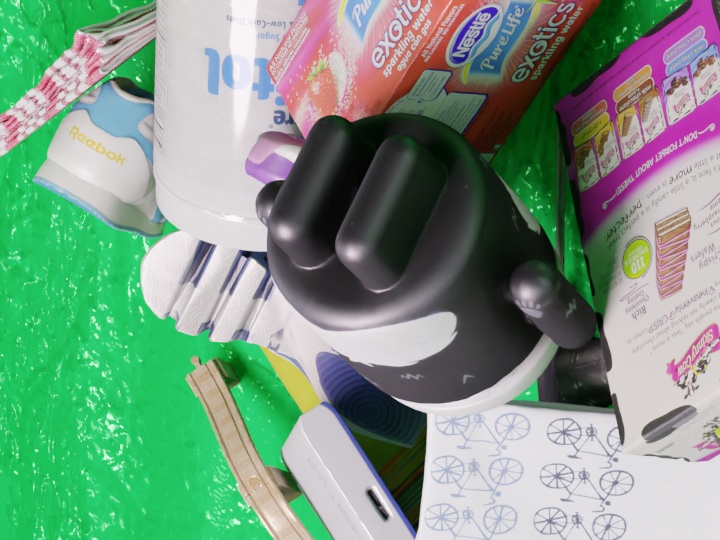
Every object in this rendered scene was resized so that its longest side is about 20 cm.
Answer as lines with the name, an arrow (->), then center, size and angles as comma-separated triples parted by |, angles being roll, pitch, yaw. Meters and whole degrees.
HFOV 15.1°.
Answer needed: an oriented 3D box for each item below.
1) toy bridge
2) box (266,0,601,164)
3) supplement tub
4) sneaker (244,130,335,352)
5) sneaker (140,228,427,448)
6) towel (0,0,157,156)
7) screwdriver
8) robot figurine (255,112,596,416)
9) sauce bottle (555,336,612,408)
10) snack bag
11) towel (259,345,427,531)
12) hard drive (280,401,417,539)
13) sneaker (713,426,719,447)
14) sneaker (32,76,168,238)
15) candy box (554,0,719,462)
toy bridge -> -0.057, 0.139, 1.728 | 0.027, 0.067, 0.200 | -34, 76, 7
box -> 0.048, -0.143, 1.419 | 0.200, 0.100, 0.095 | -57, 49, 35
supplement tub -> -0.052, -0.127, 1.551 | 0.132, 0.132, 0.200 | 27, 128, 36
sneaker -> 0.000, 0.000, 1.512 | 0.200, 0.088, 0.080 | 41, 177, -37
sneaker -> -0.032, 0.015, 1.636 | 0.199, 0.115, 0.081 | 29, 112, -8
towel -> -0.163, -0.130, 1.655 | 0.030, 0.146, 0.200 | 53, 141, -6
screwdriver -> 0.107, -0.004, 1.516 | 0.029, 0.028, 0.200 | 1, 116, 17
robot figurine -> 0.030, -0.005, 1.379 | 0.125, 0.200, 0.150 | -32, 56, 9
sauce bottle -> 0.182, 0.039, 1.431 | 0.200, 0.065, 0.065 | -16, 97, 49
snack bag -> 0.120, 0.161, 1.495 | 0.189, 0.021, 0.200 | 5, 118, -2
towel -> 0.009, 0.094, 1.686 | 0.200, 0.018, 0.086 | 55, 133, 13
hard drive -> 0.000, 0.149, 1.631 | 0.132, 0.025, 0.200 | 57, 171, 5
sneaker -> 0.244, 0.079, 1.297 | 0.081, 0.200, 0.074 | -50, 60, 29
sneaker -> -0.142, -0.071, 1.673 | 0.077, 0.200, 0.081 | 30, 92, 1
candy box -> 0.174, -0.022, 1.350 | 0.136, 0.061, 0.200 | -37, 53, 48
